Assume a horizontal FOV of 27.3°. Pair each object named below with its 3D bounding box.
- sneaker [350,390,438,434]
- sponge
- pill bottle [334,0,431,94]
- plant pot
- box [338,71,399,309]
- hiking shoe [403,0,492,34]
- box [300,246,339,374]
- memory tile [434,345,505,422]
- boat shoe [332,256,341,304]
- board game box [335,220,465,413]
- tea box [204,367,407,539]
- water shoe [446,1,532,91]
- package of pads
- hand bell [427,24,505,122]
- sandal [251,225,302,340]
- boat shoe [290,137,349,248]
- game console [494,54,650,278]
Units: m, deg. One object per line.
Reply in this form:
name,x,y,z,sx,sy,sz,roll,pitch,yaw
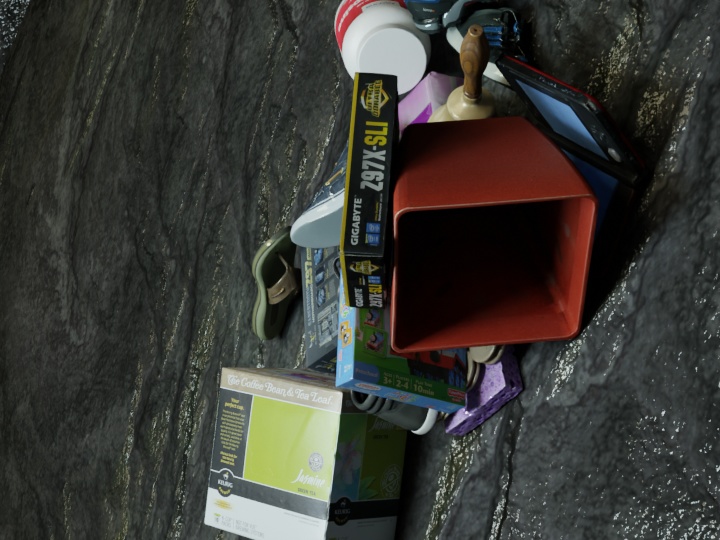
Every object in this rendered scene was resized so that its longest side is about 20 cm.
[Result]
sneaker,0.038,0.079,1.677,0.071,0.099,0.200,-33,48,52
sponge,0.125,0.075,1.694,0.112,0.030,0.200,-44,42,41
pill bottle,0.029,-0.290,1.885,0.112,0.112,0.200,-63,15,18
plant pot,0.122,-0.053,1.545,0.176,0.200,0.200,-99,7,-46
box,0.011,-0.080,1.527,0.160,0.049,0.200,89,-174,-70
hiking shoe,0.136,-0.362,1.756,0.200,0.087,0.074,-33,34,8
box,-0.015,0.013,1.929,0.158,0.051,0.200,-37,47,45
memory tile,0.098,0.062,1.700,0.153,0.017,0.200,-56,34,30
boat shoe,0.000,0.000,1.736,0.200,0.066,0.070,-82,5,-67
board game box,0.047,0.044,1.625,0.037,0.151,0.200,-30,51,50
tea box,-0.064,0.224,1.766,0.200,0.134,0.197,8,92,41
water shoe,0.162,-0.271,1.747,0.079,0.071,0.200,-59,34,15
package of pads,0.089,-0.130,1.799,0.121,0.076,0.200,-44,42,45
hand bell,0.125,-0.207,1.654,0.200,0.104,0.104,88,178,-60
sandal,-0.105,0.020,2.033,0.057,0.080,0.201,31,138,26
boat shoe,-0.014,-0.103,1.830,0.200,0.071,0.091,-33,47,43
game console,0.200,-0.114,1.577,0.119,0.172,0.200,-45,33,-3
